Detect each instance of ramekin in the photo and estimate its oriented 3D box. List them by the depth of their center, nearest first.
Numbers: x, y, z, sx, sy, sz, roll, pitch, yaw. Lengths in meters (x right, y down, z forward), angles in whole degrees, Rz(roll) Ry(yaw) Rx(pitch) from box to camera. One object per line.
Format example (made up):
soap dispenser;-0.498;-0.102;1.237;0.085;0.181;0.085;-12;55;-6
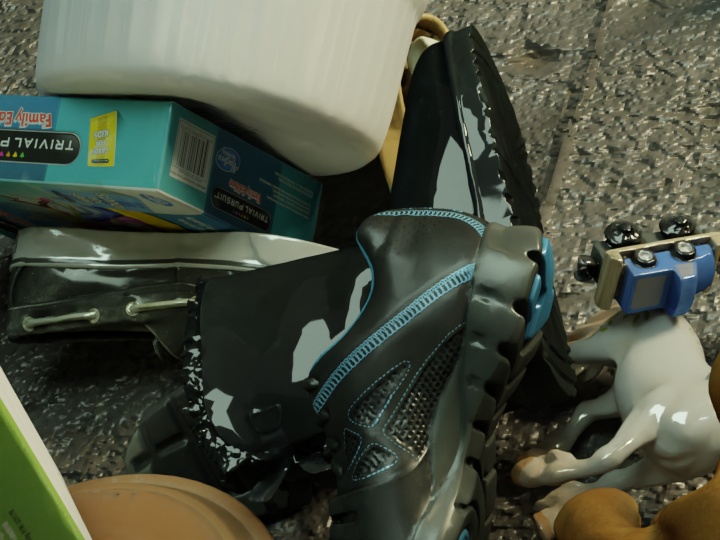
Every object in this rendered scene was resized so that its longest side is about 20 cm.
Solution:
ramekin;-0.069;-0.116;1.083;0.199;0.200;0.099;5;79;29

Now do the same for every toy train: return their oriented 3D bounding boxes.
toy train;0.190;-0.008;0.965;0.198;0.034;0.046;-9;45;-18

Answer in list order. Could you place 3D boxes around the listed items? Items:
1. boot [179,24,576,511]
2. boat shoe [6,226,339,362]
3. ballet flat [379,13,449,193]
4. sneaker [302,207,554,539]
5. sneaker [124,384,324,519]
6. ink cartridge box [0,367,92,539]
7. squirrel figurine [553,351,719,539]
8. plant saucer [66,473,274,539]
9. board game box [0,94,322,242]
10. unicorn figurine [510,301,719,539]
boot;0.000;0.000;0.945;0.161;0.073;0.200;-18;62;16
boat shoe;-0.084;0.017;1.090;0.198;0.071;0.064;2;76;15
ballet flat;0.042;-0.072;1.114;0.063;0.068;0.201;-58;30;25
sneaker;0.015;0.073;0.851;0.081;0.073;0.202;15;81;15
sneaker;-0.017;0.057;1.018;0.199;0.076;0.079;-25;10;5
ink cartridge box;-0.186;0.062;0.919;0.075;0.149;0.200;-29;38;-7
squirrel figurine;0.106;0.161;0.778;0.185;0.142;0.201;-25;36;6
plant saucer;-0.124;0.163;0.916;0.198;0.032;0.201;-13;40;11
board game box;-0.143;-0.048;1.118;0.198;0.151;0.047;4;79;29
unicorn figurine;0.130;0.066;0.919;0.136;0.074;0.201;-25;41;3
